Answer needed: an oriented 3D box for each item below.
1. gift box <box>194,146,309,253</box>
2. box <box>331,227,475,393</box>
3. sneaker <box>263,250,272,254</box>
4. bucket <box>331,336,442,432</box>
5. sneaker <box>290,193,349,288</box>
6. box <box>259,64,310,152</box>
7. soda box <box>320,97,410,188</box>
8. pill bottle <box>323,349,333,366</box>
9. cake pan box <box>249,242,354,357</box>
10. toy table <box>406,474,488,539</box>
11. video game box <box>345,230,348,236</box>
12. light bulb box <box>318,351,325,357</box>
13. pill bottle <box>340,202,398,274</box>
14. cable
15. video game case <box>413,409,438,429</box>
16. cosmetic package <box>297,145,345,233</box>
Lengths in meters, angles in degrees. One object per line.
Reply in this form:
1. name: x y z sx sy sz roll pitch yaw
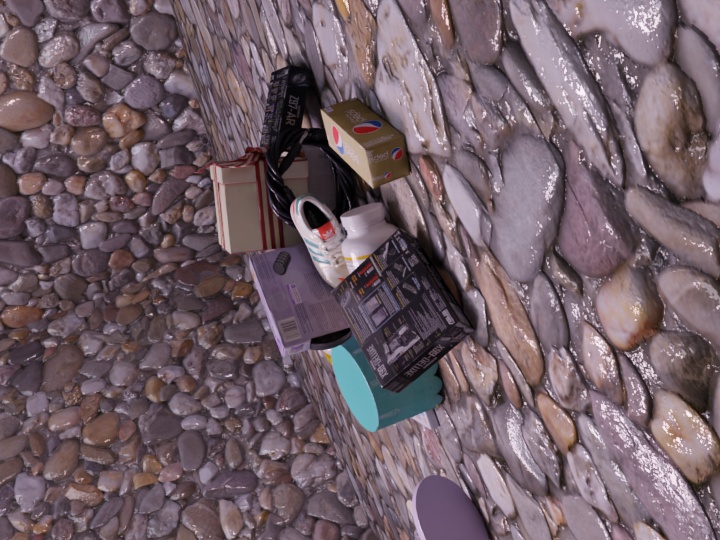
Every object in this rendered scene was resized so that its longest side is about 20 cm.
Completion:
1. gift box: -0.200 -0.137 1.606 0.185 0.200 0.187 -160 65 -67
2. box: 0.059 0.060 1.308 0.050 0.158 0.200 25 -152 -49
3. sneaker: -0.138 0.007 1.747 0.200 0.082 0.074 71 -158 -56
4. bucket: 0.044 0.189 1.585 0.207 0.135 0.207 51 154 38
5. sneaker: -0.057 -0.045 1.472 0.200 0.070 0.093 60 174 0
6. box: -0.152 -0.316 1.694 0.200 0.043 0.160 -154 72 -72
7. soda box: 0.005 -0.200 1.322 0.200 0.064 0.068 -128 20 -55
8. pill bottle: -0.031 0.138 1.732 0.104 0.104 0.200 62 179 28
9. cake pan box: -0.082 0.043 1.529 0.052 0.184 0.200 102 147 -61
10. toy table: 0.157 0.505 1.646 0.117 0.184 0.200 120 139 -53
11. video game box: 0.000 0.000 1.733 0.182 0.047 0.200 -140 31 -71
12. light bulb box: -0.090 0.056 2.029 0.200 0.125 0.198 -123 16 -46
13. pill bottle: 0.031 -0.008 1.436 0.104 0.104 0.200 -151 42 -72
14. cable: -0.090 -0.154 1.532 0.051 0.163 0.200 18 114 61
15. video game case: 0.091 0.216 1.752 0.182 0.022 0.200 180 69 -77
16. cosmetic package: -0.078 -0.144 1.654 0.101 0.071 0.200 -136 41 -67
